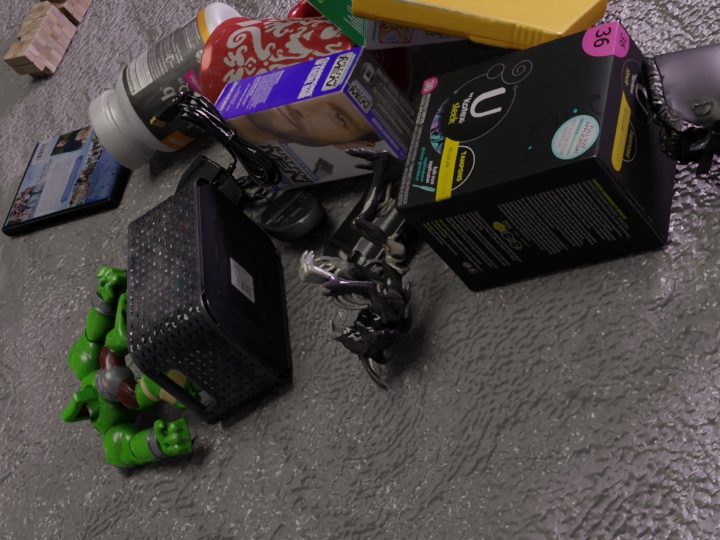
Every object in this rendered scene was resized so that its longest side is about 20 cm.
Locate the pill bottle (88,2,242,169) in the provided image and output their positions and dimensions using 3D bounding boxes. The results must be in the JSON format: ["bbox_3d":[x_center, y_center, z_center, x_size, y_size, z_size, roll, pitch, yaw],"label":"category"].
[{"bbox_3d":[-0.207,-0.208,1.781,0.199,0.116,0.117,-33,39,18],"label":"pill bottle"}]

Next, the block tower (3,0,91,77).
[{"bbox_3d":[-0.425,-0.360,2.176,0.057,0.054,0.202,-2,55,42],"label":"block tower"}]

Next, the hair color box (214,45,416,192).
[{"bbox_3d":[-0.046,-0.145,1.529,0.199,0.109,0.065,-9,45,43],"label":"hair color box"}]

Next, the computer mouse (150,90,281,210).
[{"bbox_3d":[-0.173,-0.094,1.583,0.046,0.140,0.200,-48,4,-36],"label":"computer mouse"}]

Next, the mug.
[{"bbox_3d":[-0.050,-0.226,1.627,0.198,0.133,0.180,2,79,40],"label":"mug"}]

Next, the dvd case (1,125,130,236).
[{"bbox_3d":[-0.353,-0.120,1.922,0.198,0.018,0.144,-12,50,36],"label":"dvd case"}]

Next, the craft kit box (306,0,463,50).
[{"bbox_3d":[0.053,-0.282,1.562,0.195,0.049,0.200,-12,32,-20],"label":"craft kit box"}]

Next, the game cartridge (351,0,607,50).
[{"bbox_3d":[0.115,-0.247,1.428,0.198,0.033,0.176,17,29,19],"label":"game cartridge"}]

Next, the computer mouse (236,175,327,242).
[{"bbox_3d":[-0.089,-0.063,1.615,0.059,0.034,0.200,-42,29,-11],"label":"computer mouse"}]

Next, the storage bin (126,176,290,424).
[{"bbox_3d":[-0.147,0.027,1.495,0.093,0.135,0.201,-31,40,19],"label":"storage bin"}]

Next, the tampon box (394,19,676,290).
[{"bbox_3d":[0.154,-0.095,1.324,0.198,0.126,0.151,-14,48,35],"label":"tampon box"}]

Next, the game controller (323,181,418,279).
[{"bbox_3d":[0.041,-0.072,1.494,0.201,0.042,0.104,-53,23,-8],"label":"game controller"}]

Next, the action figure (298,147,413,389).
[{"bbox_3d":[0.000,0.000,1.368,0.101,0.119,0.203,6,84,3],"label":"action figure"}]

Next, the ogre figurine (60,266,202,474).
[{"bbox_3d":[-0.232,0.108,1.521,0.120,0.201,0.098,-43,-7,37],"label":"ogre figurine"}]

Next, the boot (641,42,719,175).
[{"bbox_3d":[0.308,-0.173,1.258,0.161,0.074,0.200,-13,51,9],"label":"boot"}]
